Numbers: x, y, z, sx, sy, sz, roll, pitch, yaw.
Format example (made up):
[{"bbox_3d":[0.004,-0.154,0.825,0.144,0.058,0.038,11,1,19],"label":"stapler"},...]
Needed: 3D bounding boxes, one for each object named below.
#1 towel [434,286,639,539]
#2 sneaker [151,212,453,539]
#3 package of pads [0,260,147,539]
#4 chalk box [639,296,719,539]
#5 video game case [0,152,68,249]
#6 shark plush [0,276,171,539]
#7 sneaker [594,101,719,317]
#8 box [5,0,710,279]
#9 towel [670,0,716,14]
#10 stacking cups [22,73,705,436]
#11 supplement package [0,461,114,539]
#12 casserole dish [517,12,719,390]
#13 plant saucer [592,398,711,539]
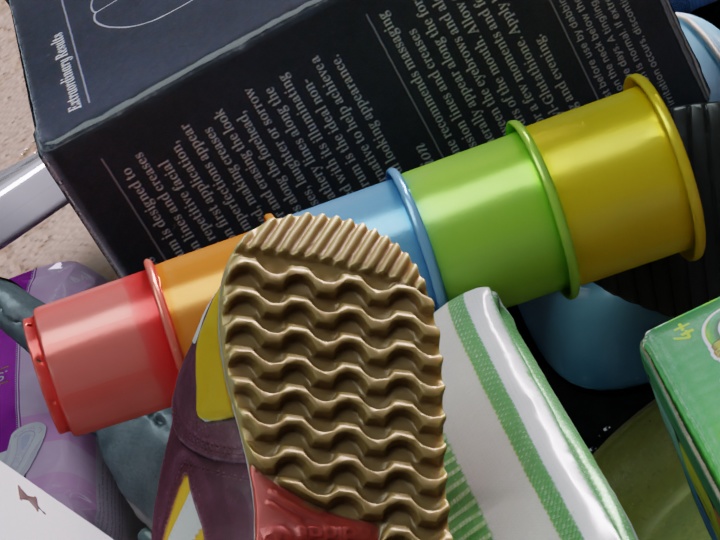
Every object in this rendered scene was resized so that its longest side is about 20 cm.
[{"bbox_3d":[-0.017,0.104,0.681,0.200,0.023,0.153,-44,32,12],"label":"towel"},{"bbox_3d":[-0.016,0.091,0.616,0.075,0.090,0.200,10,62,-10],"label":"sneaker"},{"bbox_3d":[-0.132,0.090,0.863,0.120,0.076,0.200,-21,35,8],"label":"package of pads"},{"bbox_3d":[0.151,0.068,0.618,0.200,0.124,0.125,-25,34,1],"label":"chalk box"},{"bbox_3d":[-0.207,0.018,0.955,0.182,0.022,0.200,-22,13,40],"label":"video game case"},{"bbox_3d":[-0.037,0.056,0.789,0.091,0.083,0.200,-33,63,-19],"label":"shark plush"},{"bbox_3d":[0.161,-0.021,0.812,0.200,0.074,0.089,-2,3,3],"label":"sneaker"},{"bbox_3d":[-0.007,-0.080,0.850,0.200,0.107,0.148,-28,32,3],"label":"box"},{"bbox_3d":[0.119,-0.138,1.020,0.200,0.049,0.112,-23,36,3],"label":"towel"},{"bbox_3d":[0.000,0.000,0.737,0.200,0.061,0.061,-19,35,-7],"label":"stacking cups"},{"bbox_3d":[-0.120,0.163,0.617,0.156,0.111,0.200,-41,31,16],"label":"supplement package"},{"bbox_3d":[0.103,-0.034,0.908,0.121,0.039,0.200,-23,34,4],"label":"casserole dish"},{"bbox_3d":[0.145,0.091,0.727,0.200,0.031,0.200,-18,36,13],"label":"plant saucer"}]
